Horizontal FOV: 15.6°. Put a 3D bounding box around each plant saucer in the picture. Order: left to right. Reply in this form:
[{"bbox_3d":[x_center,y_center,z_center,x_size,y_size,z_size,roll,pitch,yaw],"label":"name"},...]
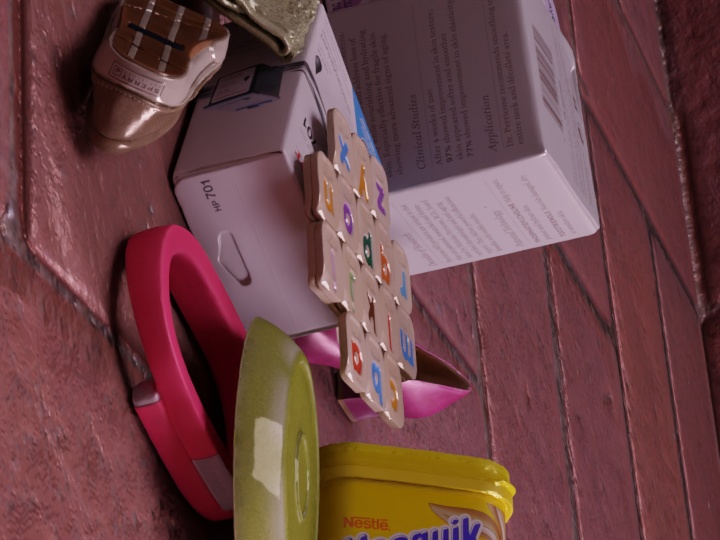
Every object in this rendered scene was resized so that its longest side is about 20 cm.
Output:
[{"bbox_3d":[-0.049,0.129,1.633,0.200,0.031,0.201,-1,90,-83],"label":"plant saucer"}]

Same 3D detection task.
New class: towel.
[{"bbox_3d":[-0.081,-0.233,1.805,0.148,0.036,0.200,39,30,-15],"label":"towel"}]

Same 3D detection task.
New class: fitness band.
[{"bbox_3d":[-0.101,0.065,1.622,0.144,0.037,0.200,-89,161,-48],"label":"fitness band"}]

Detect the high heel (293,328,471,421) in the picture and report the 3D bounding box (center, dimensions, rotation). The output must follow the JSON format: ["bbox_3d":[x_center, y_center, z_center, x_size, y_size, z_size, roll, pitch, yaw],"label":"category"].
[{"bbox_3d":[0.009,0.048,1.912,0.200,0.095,0.068,62,22,-46],"label":"high heel"}]

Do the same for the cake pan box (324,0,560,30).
[{"bbox_3d":[0.074,-0.179,2.165,0.052,0.183,0.201,-5,83,-75],"label":"cake pan box"}]

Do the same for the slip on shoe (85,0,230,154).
[{"bbox_3d":[-0.129,-0.122,1.627,0.200,0.076,0.061,-82,-164,-71],"label":"slip on shoe"}]

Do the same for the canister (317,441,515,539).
[{"bbox_3d":[0.030,0.227,1.754,0.087,0.148,0.201,120,-26,-56],"label":"canister"}]

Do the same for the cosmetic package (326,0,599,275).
[{"bbox_3d":[0.061,-0.110,2.030,0.166,0.199,0.168,45,35,-62],"label":"cosmetic package"}]

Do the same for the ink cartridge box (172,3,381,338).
[{"bbox_3d":[-0.053,-0.067,1.802,0.200,0.085,0.147,-81,155,-55],"label":"ink cartridge box"}]

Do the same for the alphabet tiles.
[{"bbox_3d":[0.000,0.000,1.756,0.200,0.015,0.197,49,34,-62],"label":"alphabet tiles"}]
